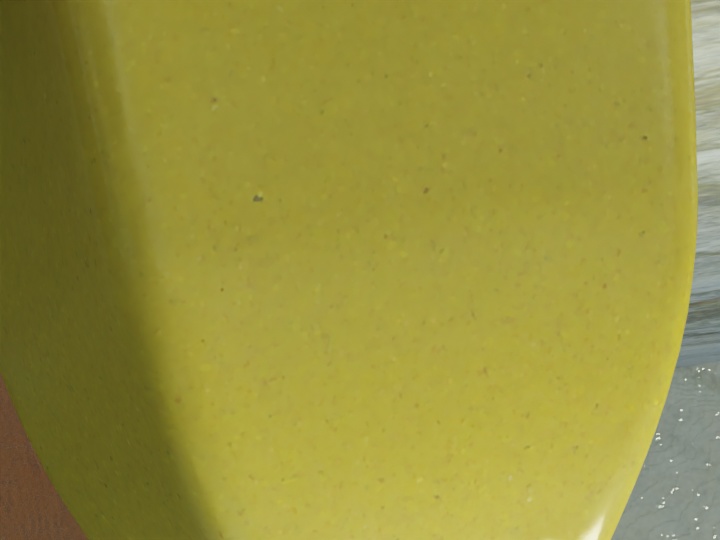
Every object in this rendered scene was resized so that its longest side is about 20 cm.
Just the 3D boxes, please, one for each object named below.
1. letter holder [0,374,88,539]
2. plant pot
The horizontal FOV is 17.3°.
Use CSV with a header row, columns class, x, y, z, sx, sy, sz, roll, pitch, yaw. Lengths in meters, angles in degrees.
class,x,y,z,sx,sy,sz,roll,pitch,yaw
letter holder,-0.146,0.054,0.980,0.142,0.201,0.100,-3,171,-41
plant pot,-0.012,0.000,0.719,0.193,0.201,0.195,-6,173,-21
